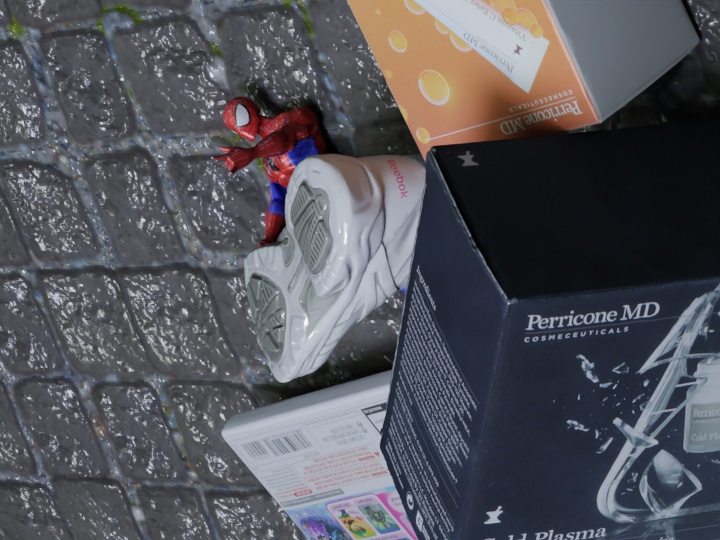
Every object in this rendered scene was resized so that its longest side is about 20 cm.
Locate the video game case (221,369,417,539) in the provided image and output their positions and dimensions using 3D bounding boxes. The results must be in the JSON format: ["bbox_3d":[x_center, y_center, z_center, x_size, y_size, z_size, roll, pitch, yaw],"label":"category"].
[{"bbox_3d":[0.032,0.142,1.495,0.199,0.024,0.182,-18,117,47],"label":"video game case"}]

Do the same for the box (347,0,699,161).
[{"bbox_3d":[0.060,-0.168,1.222,0.124,0.097,0.201,-14,108,47],"label":"box"}]

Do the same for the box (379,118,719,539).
[{"bbox_3d":[0.128,0.041,1.210,0.124,0.199,0.198,-116,26,-47],"label":"box"}]

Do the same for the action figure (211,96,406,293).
[{"bbox_3d":[-0.020,-0.021,1.403,0.200,0.099,0.065,44,137,13],"label":"action figure"}]

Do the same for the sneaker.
[{"bbox_3d":[0.000,0.000,1.327,0.200,0.099,0.078,126,128,-60],"label":"sneaker"}]
